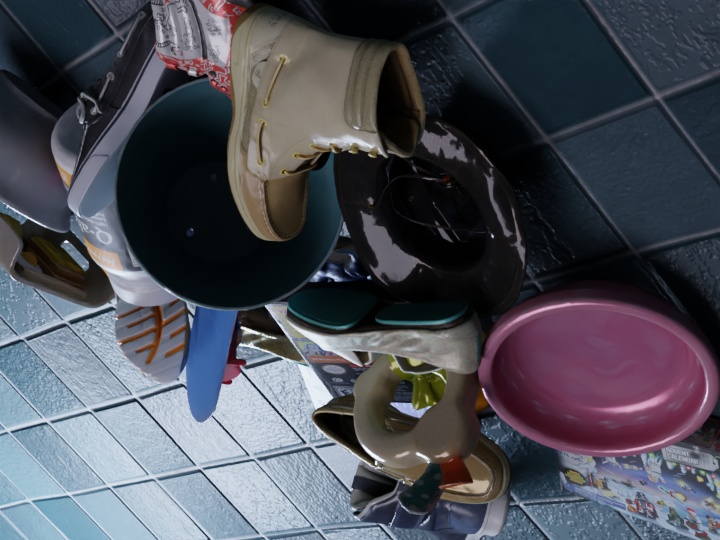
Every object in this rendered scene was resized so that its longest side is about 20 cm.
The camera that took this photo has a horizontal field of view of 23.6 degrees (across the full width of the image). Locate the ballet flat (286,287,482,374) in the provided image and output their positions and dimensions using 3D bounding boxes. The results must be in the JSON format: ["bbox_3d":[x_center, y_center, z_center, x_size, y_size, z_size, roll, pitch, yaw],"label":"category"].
[{"bbox_3d":[0.017,0.057,1.452,0.199,0.067,0.063,6,120,41],"label":"ballet flat"}]

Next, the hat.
[{"bbox_3d":[0.070,-0.061,1.417,0.200,0.081,0.201,21,135,23],"label":"hat"}]

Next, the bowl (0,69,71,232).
[{"bbox_3d":[-0.341,-0.133,1.689,0.201,0.091,0.201,39,-175,-4],"label":"bowl"}]

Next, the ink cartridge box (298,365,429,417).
[{"bbox_3d":[0.032,0.129,1.723,0.199,0.039,0.100,17,142,32],"label":"ink cartridge box"}]

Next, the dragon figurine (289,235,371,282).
[{"bbox_3d":[0.000,0.000,1.576,0.199,0.059,0.100,1,132,41],"label":"dragon figurine"}]

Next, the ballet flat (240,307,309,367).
[{"bbox_3d":[-0.076,0.052,1.717,0.199,0.071,0.071,11,139,36],"label":"ballet flat"}]

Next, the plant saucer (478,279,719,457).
[{"bbox_3d":[0.199,0.076,1.433,0.199,0.051,0.201,6,137,6],"label":"plant saucer"}]

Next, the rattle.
[{"bbox_3d":[0.079,0.153,1.476,0.200,0.130,0.143,55,175,50],"label":"rattle"}]

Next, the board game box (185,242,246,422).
[{"bbox_3d":[-0.125,0.050,1.668,0.039,0.201,0.158,8,-163,-18],"label":"board game box"}]

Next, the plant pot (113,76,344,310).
[{"bbox_3d":[-0.121,-0.060,1.526,0.200,0.200,0.135,41,169,-4],"label":"plant pot"}]

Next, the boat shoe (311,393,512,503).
[{"bbox_3d":[0.041,0.167,1.575,0.199,0.076,0.072,15,97,33],"label":"boat shoe"}]

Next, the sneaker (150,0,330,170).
[{"bbox_3d":[-0.102,-0.170,1.444,0.107,0.067,0.202,-8,122,28],"label":"sneaker"}]

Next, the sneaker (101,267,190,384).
[{"bbox_3d":[-0.215,0.036,1.770,0.077,0.078,0.201,67,-179,-55],"label":"sneaker"}]

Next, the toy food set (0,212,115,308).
[{"bbox_3d":[-0.338,-0.041,1.772,0.143,0.060,0.200,43,-174,26],"label":"toy food set"}]

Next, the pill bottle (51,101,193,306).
[{"bbox_3d":[-0.219,-0.066,1.661,0.116,0.117,0.201,19,143,27],"label":"pill bottle"}]

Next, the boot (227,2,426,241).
[{"bbox_3d":[-0.025,-0.100,1.352,0.155,0.073,0.201,18,121,32],"label":"boot"}]

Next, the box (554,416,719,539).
[{"bbox_3d":[0.267,0.174,1.543,0.199,0.040,0.137,17,140,31],"label":"box"}]

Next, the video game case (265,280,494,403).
[{"bbox_3d":[0.035,0.067,1.574,0.199,0.026,0.181,-1,146,25],"label":"video game case"}]

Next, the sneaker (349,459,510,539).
[{"bbox_3d":[0.059,0.228,1.707,0.145,0.077,0.202,10,163,-4],"label":"sneaker"}]

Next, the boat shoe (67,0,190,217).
[{"bbox_3d":[-0.213,-0.144,1.518,0.068,0.074,0.200,34,104,18],"label":"boat shoe"}]
